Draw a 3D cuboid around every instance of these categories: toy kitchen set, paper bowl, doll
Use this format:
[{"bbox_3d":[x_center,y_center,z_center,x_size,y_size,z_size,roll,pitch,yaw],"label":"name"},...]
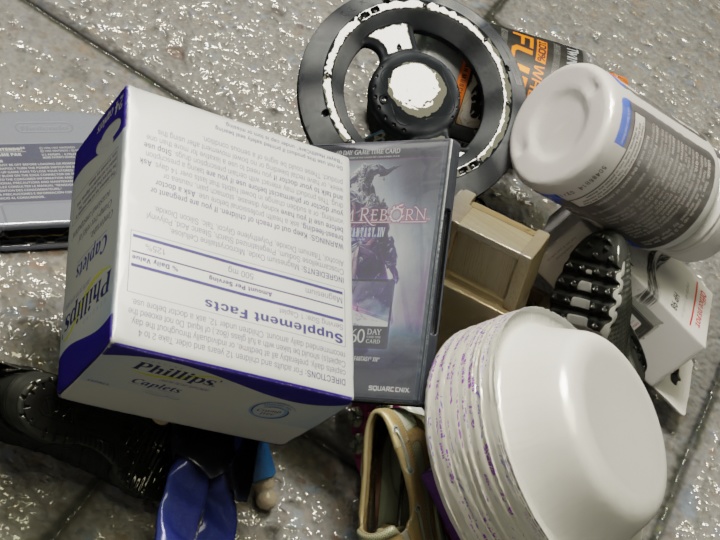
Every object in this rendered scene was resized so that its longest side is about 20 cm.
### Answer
[{"bbox_3d":[0.076,-0.010,1.195,0.163,0.200,0.180,27,42,14],"label":"toy kitchen set"},{"bbox_3d":[0.142,0.122,1.012,0.200,0.104,0.201,33,45,-40],"label":"paper bowl"},{"bbox_3d":[-0.103,0.142,1.036,0.136,0.048,0.201,42,45,-38],"label":"doll"}]

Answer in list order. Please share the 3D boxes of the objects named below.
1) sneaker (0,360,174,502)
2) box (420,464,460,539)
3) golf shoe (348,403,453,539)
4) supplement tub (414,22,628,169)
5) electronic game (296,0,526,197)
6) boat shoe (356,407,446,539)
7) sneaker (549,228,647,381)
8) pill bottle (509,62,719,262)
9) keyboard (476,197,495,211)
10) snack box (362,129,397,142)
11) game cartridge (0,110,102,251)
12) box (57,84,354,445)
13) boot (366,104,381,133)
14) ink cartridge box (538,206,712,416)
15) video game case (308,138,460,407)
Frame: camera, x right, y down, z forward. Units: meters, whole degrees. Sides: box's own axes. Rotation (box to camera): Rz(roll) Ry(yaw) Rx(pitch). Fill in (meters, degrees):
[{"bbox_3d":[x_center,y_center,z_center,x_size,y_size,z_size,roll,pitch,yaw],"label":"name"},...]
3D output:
[{"bbox_3d":[-0.218,0.106,1.024,0.200,0.104,0.060,37,68,-41],"label":"sneaker"},{"bbox_3d":[0.129,0.167,1.096,0.137,0.039,0.200,63,32,-8],"label":"box"},{"bbox_3d":[0.056,0.166,1.118,0.091,0.075,0.200,-1,57,-39],"label":"golf shoe"},{"bbox_3d":[0.134,-0.157,1.302,0.199,0.123,0.123,15,44,-4],"label":"supplement tub"},{"bbox_3d":[0.045,-0.145,1.205,0.199,0.042,0.201,3,74,-11],"label":"electronic game"},{"bbox_3d":[0.023,0.197,1.022,0.076,0.071,0.201,26,52,-57],"label":"boat shoe"},{"bbox_3d":[0.207,0.062,1.224,0.066,0.201,0.090,16,14,43],"label":"sneaker"},{"bbox_3d":[0.231,-0.084,1.210,0.200,0.114,0.114,25,38,-36],"label":"pill bottle"},{"bbox_3d":[0.077,-0.041,1.268,0.200,0.104,0.040,4,76,-40],"label":"keyboard"},{"bbox_3d":[-0.040,-0.046,1.228,0.037,0.116,0.200,44,46,17],"label":"snack box"},{"bbox_3d":[-0.259,-0.078,1.206,0.199,0.041,0.133,-4,55,-30],"label":"game cartridge"},{"bbox_3d":[-0.106,0.001,1.004,0.183,0.105,0.201,16,57,-29],"label":"box"},{"bbox_3d":[0.108,-0.116,1.395,0.153,0.074,0.204,-8,50,-26],"label":"boot"},{"bbox_3d":[0.253,0.022,1.298,0.200,0.067,0.116,45,29,-6],"label":"ink cartridge box"},{"bbox_3d":[0.000,0.000,1.088,0.019,0.142,0.201,21,73,-55],"label":"video game case"}]
